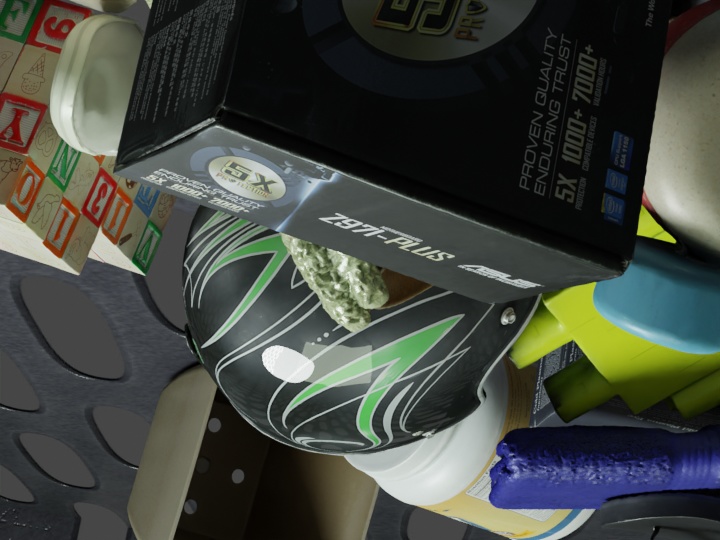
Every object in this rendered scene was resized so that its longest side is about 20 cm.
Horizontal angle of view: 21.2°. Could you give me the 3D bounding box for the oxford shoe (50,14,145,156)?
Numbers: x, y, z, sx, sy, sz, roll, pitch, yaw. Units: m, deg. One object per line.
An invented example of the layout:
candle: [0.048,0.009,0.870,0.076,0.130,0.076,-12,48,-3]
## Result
oxford shoe: [-0.110,-0.088,1.031,0.057,0.076,0.200,18,177,16]

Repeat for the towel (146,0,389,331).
towel: [-0.051,-0.074,0.843,0.036,0.149,0.200,-29,135,-4]

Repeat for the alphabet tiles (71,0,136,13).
alphabet tiles: [-0.121,-0.166,0.902,0.195,0.015,0.200,18,162,-25]

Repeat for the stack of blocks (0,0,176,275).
stack of blocks: [-0.166,-0.061,1.087,0.058,0.116,0.200,18,167,17]

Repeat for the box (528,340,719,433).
box: [0.235,0.062,1.289,0.199,0.105,0.182,13,162,-8]

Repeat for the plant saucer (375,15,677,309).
plant saucer: [0.070,-0.061,0.917,0.035,0.200,0.200,49,168,11]

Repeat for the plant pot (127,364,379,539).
plant pot: [-0.115,0.197,1.833,0.199,0.201,0.177,20,172,-31]

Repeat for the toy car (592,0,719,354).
toy car: [0.179,-0.067,0.861,0.176,0.185,0.200,15,-168,-15]

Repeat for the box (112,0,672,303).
box: [0.022,-0.109,0.673,0.163,0.201,0.086,19,163,-26]

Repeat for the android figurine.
android figurine: [0.183,0.014,1.114,0.199,0.041,0.182,-29,131,14]

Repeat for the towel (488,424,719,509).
towel: [0.180,0.115,1.184,0.199,0.050,0.148,-1,165,-1]

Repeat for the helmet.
helmet: [0.000,0.000,1.082,0.199,0.201,0.191,11,148,-4]

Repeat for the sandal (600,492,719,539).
sandal: [0.243,0.177,1.181,0.199,0.043,0.076,16,161,-8]

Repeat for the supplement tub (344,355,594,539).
supplement tub: [0.091,0.125,1.516,0.199,0.146,0.144,24,159,-39]
